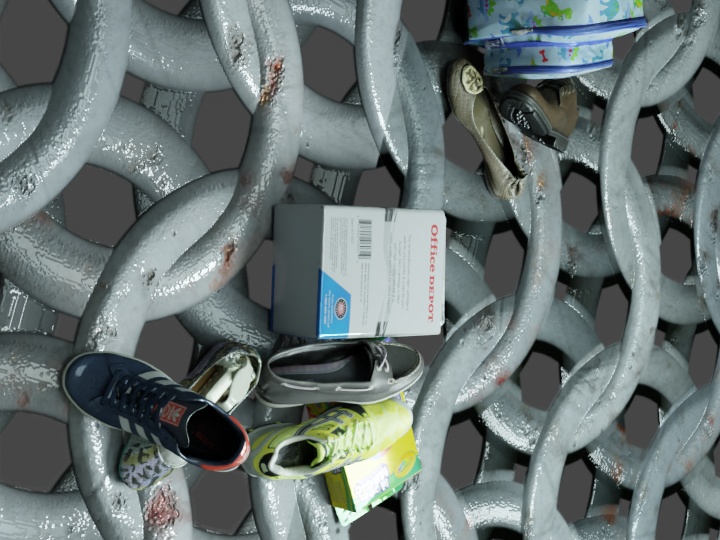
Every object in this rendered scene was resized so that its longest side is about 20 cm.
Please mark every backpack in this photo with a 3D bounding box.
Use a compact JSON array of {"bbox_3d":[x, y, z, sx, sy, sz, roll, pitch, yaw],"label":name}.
[{"bbox_3d":[0.243,-0.309,1.877,0.183,0.200,0.148,-16,101,-44],"label":"backpack"}]

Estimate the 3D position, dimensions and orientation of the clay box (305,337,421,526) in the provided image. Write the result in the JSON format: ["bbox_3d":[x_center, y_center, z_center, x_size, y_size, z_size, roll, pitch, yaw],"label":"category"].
[{"bbox_3d":[0.004,0.187,1.779,0.115,0.048,0.201,-28,111,-38],"label":"clay box"}]

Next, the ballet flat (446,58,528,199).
[{"bbox_3d":[0.161,-0.174,1.915,0.067,0.046,0.200,-43,121,-35],"label":"ballet flat"}]

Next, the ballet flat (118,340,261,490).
[{"bbox_3d":[-0.169,0.147,1.589,0.200,0.072,0.072,-50,125,-30],"label":"ballet flat"}]

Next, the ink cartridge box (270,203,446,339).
[{"bbox_3d":[0.000,0.000,1.737,0.200,0.084,0.147,1,91,-46],"label":"ink cartridge box"}]

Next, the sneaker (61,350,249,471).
[{"bbox_3d":[-0.195,0.135,1.502,0.199,0.085,0.075,25,81,-11],"label":"sneaker"}]

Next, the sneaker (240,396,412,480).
[{"bbox_3d":[-0.030,0.191,1.680,0.199,0.076,0.076,-17,105,-19],"label":"sneaker"}]

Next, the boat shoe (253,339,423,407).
[{"bbox_3d":[-0.018,0.108,1.678,0.199,0.057,0.067,-8,60,-19],"label":"boat shoe"}]

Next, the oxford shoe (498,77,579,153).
[{"bbox_3d":[0.226,-0.210,1.923,0.085,0.073,0.200,-63,161,3],"label":"oxford shoe"}]
